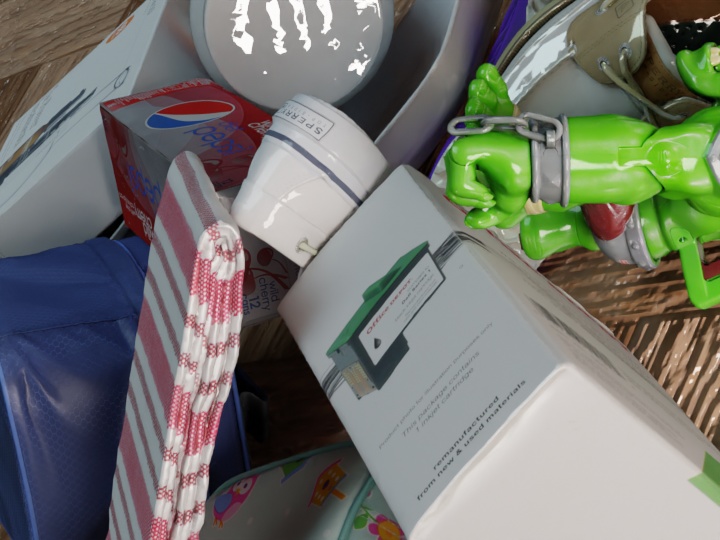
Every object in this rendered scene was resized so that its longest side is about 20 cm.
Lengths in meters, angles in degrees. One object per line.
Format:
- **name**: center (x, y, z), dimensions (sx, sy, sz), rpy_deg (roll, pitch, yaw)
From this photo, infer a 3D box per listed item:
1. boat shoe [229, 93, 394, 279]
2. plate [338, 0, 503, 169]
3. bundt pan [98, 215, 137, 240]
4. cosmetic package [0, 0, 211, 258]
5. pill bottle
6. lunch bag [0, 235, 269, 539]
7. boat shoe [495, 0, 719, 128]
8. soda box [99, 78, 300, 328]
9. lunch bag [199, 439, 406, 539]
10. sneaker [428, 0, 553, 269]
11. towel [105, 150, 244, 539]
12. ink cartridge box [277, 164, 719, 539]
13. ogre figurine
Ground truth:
- **boat shoe**: center (0.000, 0.000, 0.967), dimensions (0.073, 0.200, 0.067), rpy_deg (33, 80, 41)
- **plate**: center (0.017, -0.080, 1.167), dimensions (0.200, 0.032, 0.200), rpy_deg (-52, 10, 36)
- **bundt pan**: center (-0.148, 0.009, 1.307), dimensions (0.202, 0.076, 0.202), rpy_deg (-42, 17, 16)
- **cosmetic package**: center (-0.154, -0.077, 1.304), dimensions (0.151, 0.052, 0.200), rpy_deg (-38, 19, 20)
- **pill bottle**: center (-0.038, -0.140, 1.218), dimensions (0.110, 0.109, 0.200), rpy_deg (-49, 9, 5)
- **lunch bag**: center (-0.121, 0.064, 1.122), dimensions (0.132, 0.136, 0.200), rpy_deg (-13, 21, -17)
- **boat shoe**: center (0.125, -0.096, 0.984), dimensions (0.200, 0.075, 0.068), rpy_deg (-45, 21, 11)
- **soda box**: center (-0.066, -0.037, 1.088), dimensions (0.063, 0.070, 0.200), rpy_deg (-17, 21, -16)
- **lunch bag**: center (-0.037, 0.171, 0.941), dimensions (0.160, 0.077, 0.200), rpy_deg (-27, 33, 51)
- **sneaker**: center (0.087, -0.079, 1.083), dimensions (0.100, 0.069, 0.201), rpy_deg (-55, -10, -87)
- **towel**: center (-0.075, 0.059, 0.928), dimensions (0.146, 0.030, 0.201), rpy_deg (-126, 45, -71)
- **ink cartridge box**: center (0.064, 0.061, 0.840), dimensions (0.084, 0.146, 0.200), rpy_deg (-48, 25, 6)
- **ogre figurine**: center (0.114, -0.035, 0.875), dimensions (0.119, 0.200, 0.098), rpy_deg (-1, 67, 19)
